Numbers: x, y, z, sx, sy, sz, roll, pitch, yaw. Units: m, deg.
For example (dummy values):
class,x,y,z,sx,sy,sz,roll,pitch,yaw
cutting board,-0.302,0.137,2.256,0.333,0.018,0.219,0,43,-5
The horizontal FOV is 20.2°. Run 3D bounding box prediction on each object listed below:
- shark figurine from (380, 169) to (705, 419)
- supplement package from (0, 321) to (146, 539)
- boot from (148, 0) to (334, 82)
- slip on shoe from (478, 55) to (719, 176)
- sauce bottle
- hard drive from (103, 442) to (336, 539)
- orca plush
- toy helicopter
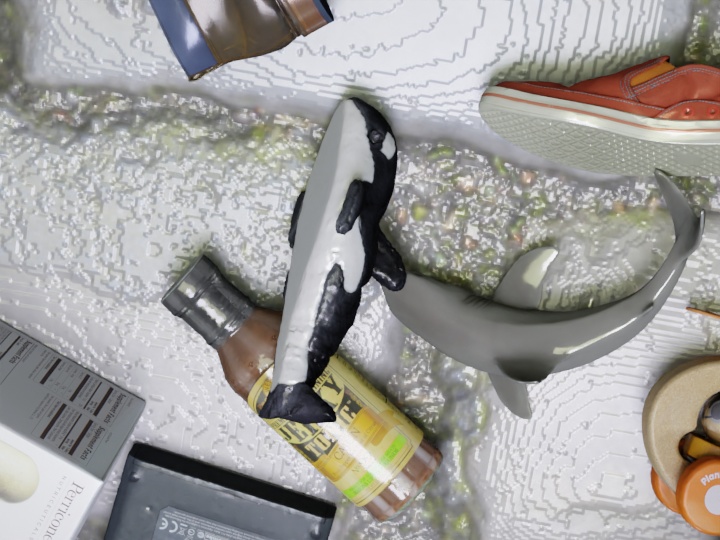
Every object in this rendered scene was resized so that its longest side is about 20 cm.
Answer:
class,x,y,z,sx,sy,sz,roll,pitch,yaw
shark figurine,0.124,0.034,1.217,0.213,0.090,0.129,-18,106,20
supplement package,-0.262,0.117,1.245,0.199,0.151,0.152,29,104,-3
boot,-0.106,-0.209,1.191,0.097,0.075,0.201,-30,102,8
slip on shoe,0.170,-0.096,1.209,0.198,0.074,0.062,3,70,10
sauce bottle,-0.039,0.072,1.262,0.200,0.065,0.065,41,103,-6
hard drive,-0.110,0.227,1.322,0.139,0.033,0.201,17,104,0
orca plush,0.000,0.000,1.214,0.071,0.105,0.201,17,61,-17
toy helicopter,0.271,0.083,1.248,0.198,0.079,0.133,-6,95,-5
